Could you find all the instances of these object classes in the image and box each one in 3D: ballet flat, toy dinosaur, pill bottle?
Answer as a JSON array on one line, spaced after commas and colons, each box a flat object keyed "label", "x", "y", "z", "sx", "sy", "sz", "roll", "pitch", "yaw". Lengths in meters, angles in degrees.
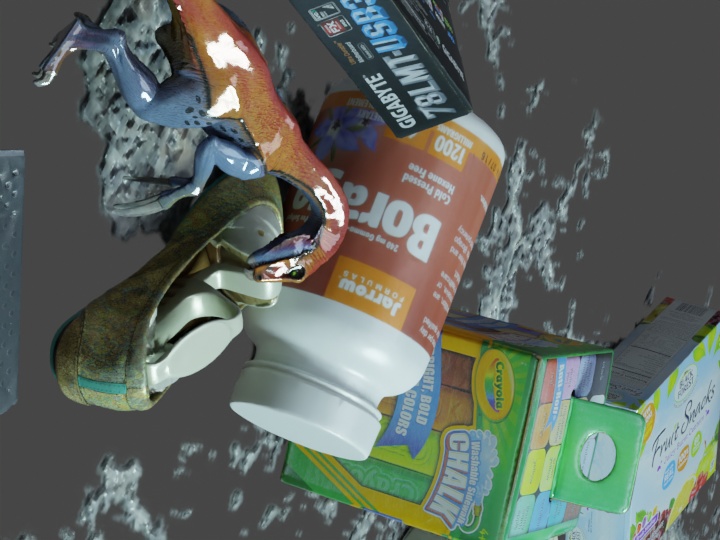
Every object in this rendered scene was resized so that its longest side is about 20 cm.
[{"label": "ballet flat", "x": -0.080, "y": 0.010, "z": 1.012, "sx": 0.200, "sy": 0.071, "sz": 0.071, "roll": -45, "pitch": 139, "yaw": -45}, {"label": "toy dinosaur", "x": -0.063, "y": -0.067, "z": 0.919, "sx": 0.181, "sy": 0.200, "sz": 0.105, "roll": 36, "pitch": 69, "yaw": -19}, {"label": "pill bottle", "x": 0.000, "y": 0.000, "z": 1.104, "sx": 0.112, "sy": 0.112, "sz": 0.200, "roll": 45, "pitch": 63, "yaw": -58}]

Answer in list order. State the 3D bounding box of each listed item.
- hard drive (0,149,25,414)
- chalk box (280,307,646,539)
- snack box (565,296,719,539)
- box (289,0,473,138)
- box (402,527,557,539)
[{"label": "hard drive", "x": -0.216, "y": 0.022, "z": 0.792, "sx": 0.200, "sy": 0.042, "sz": 0.135, "roll": -23, "pitch": 123, "yaw": -56}, {"label": "chalk box", "x": 0.073, "y": 0.095, "z": 1.188, "sx": 0.124, "sy": 0.200, "sz": 0.125, "roll": 2, "pitch": 100, "yaw": -61}, {"label": "snack box", "x": 0.247, "y": 0.141, "z": 1.669, "sx": 0.200, "sy": 0.068, "sz": 0.169, "roll": -37, "pitch": 134, "yaw": -51}, {"label": "box", "x": -0.011, "y": -0.196, "z": 0.965, "sx": 0.200, "sy": 0.050, "sz": 0.199, "roll": 44, "pitch": 30, "yaw": -60}, {"label": "box", "x": 0.093, "y": 0.261, "z": 1.417, "sx": 0.078, "sy": 0.095, "sz": 0.200, "roll": -47, "pitch": 139, "yaw": -41}]
